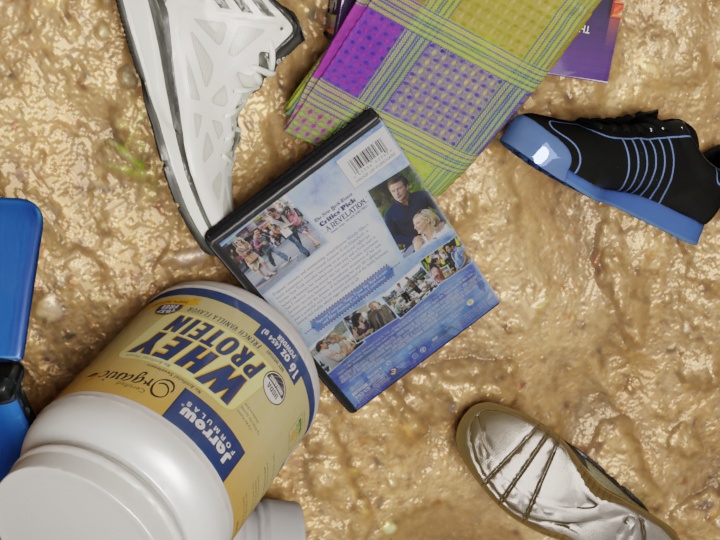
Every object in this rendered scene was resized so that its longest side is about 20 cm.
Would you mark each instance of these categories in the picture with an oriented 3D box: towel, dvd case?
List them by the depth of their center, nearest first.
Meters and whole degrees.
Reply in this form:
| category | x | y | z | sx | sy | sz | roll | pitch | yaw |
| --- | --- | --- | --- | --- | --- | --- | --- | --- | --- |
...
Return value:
| category | x | y | z | sx | sy | sz | roll | pitch | yaw |
| --- | --- | --- | --- | --- | --- | --- | --- | --- | --- |
| towel | 0.054 | -0.145 | 0.812 | 0.143 | 0.023 | 0.200 | 22 | 122 | -23 |
| dvd case | 0.000 | 0.000 | 0.870 | 0.143 | 0.018 | 0.200 | -37 | 128 | 0 |

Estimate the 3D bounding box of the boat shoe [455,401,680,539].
| category | x | y | z | sx | sy | sz | roll | pitch | yaw |
| --- | --- | --- | --- | --- | --- | --- | --- | --- | --- |
| boat shoe | 0.156 | 0.174 | 0.956 | 0.200 | 0.065 | 0.073 | 39 | 89 | 1 |

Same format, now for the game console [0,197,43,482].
| category | x | y | z | sx | sy | sz | roll | pitch | yaw |
| --- | --- | --- | --- | --- | --- | --- | --- | --- | --- |
| game console | -0.297 | 0.049 | 0.825 | 0.199 | 0.119 | 0.171 | 4 | 137 | 12 |

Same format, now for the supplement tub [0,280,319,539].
| category | x | y | z | sx | sy | sz | roll | pitch | yaw |
| --- | --- | --- | --- | --- | --- | --- | --- | --- | --- |
| supplement tub | -0.127 | 0.113 | 0.796 | 0.144 | 0.200 | 0.145 | 13 | 125 | 18 |

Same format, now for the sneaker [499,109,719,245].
| category | x | y | z | sx | sy | sz | roll | pitch | yaw |
| --- | --- | --- | --- | --- | --- | --- | --- | --- | --- |
| sneaker | 0.188 | -0.085 | 0.878 | 0.200 | 0.070 | 0.078 | 19 | 102 | -35 |

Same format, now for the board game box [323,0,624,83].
| category | x | y | z | sx | sy | sz | roll | pitch | yaw |
| --- | --- | --- | --- | --- | --- | --- | --- | --- | --- |
| board game box | 0.086 | -0.224 | 0.838 | 0.199 | 0.057 | 0.166 | 6 | 103 | -12 |

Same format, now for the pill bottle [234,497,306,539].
| category | x | y | z | sx | sy | sz | roll | pitch | yaw |
| --- | --- | --- | --- | --- | --- | --- | --- | --- | --- |
| pill bottle | -0.146 | 0.209 | 0.882 | 0.199 | 0.114 | 0.114 | 6 | 104 | -12 |

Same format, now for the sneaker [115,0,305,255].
| category | x | y | z | sx | sy | sz | roll | pitch | yaw |
| --- | --- | --- | --- | --- | --- | --- | --- | --- | --- |
| sneaker | -0.085 | -0.115 | 0.825 | 0.115 | 0.076 | 0.201 | -15 | 105 | -4 |
